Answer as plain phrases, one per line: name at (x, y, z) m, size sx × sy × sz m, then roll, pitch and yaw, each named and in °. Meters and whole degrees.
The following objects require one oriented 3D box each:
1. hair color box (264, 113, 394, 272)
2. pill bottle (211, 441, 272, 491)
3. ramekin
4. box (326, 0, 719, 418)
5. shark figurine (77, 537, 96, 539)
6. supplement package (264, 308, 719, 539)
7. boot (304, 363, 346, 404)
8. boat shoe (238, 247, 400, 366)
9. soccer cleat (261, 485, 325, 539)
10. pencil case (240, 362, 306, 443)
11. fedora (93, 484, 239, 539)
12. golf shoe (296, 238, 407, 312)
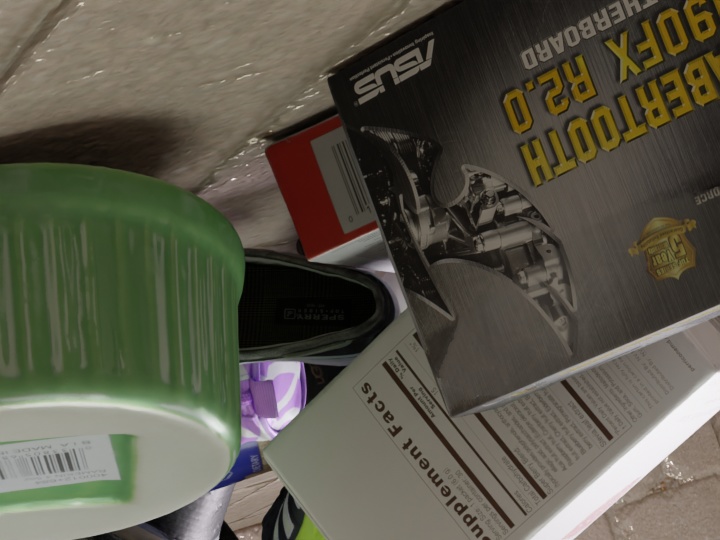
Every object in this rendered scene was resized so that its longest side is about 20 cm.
hair color box at (0.047, -0.047, 0.970) m, size 0.111 × 0.064 × 0.200 m, roll -24°, pitch 168°, yaw 18°
pill bottle at (-0.150, 0.091, 1.170) m, size 0.199 × 0.120 × 0.120 m, roll -18°, pitch 170°, yaw -8°
ramekin at (-0.143, 0.045, 0.829) m, size 0.199 × 0.098 × 0.200 m, roll -7°, pitch 154°, yaw -3°
box at (0.097, -0.048, 0.787) m, size 0.200 × 0.159 × 0.048 m, roll -25°, pitch 169°, yaw 33°
shark figurine at (-0.176, 0.222, 1.194) m, size 0.128 × 0.214 × 0.090 m, roll 20°, pitch 106°, yaw -42°
supplement package at (0.078, 0.064, 0.931) m, size 0.200 × 0.120 × 0.121 m, roll -45°, pitch 163°, yaw 21°
boot at (0.014, 0.029, 1.276) m, size 0.200 × 0.069 × 0.174 m, roll 5°, pitch -150°, yaw 47°
boat shoe at (-0.080, 0.013, 0.957) m, size 0.199 × 0.072 × 0.071 m, roll -3°, pitch 165°, yaw 1°
soccer cleat at (-0.022, 0.134, 1.162) m, size 0.067 × 0.201 × 0.081 m, roll 18°, pitch -175°, yaw -28°
pencil case at (-0.129, 0.061, 1.047) m, size 0.199 × 0.084 × 0.085 m, roll -9°, pitch -171°, yaw 16°
fedora at (-0.138, 0.120, 1.296) m, size 0.092 × 0.200 × 0.200 m, roll -58°, pitch 161°, yaw 9°
golf shoe at (0.000, 0.000, 1.129) m, size 0.078 × 0.095 × 0.200 m, roll -26°, pitch -163°, yaw -14°
